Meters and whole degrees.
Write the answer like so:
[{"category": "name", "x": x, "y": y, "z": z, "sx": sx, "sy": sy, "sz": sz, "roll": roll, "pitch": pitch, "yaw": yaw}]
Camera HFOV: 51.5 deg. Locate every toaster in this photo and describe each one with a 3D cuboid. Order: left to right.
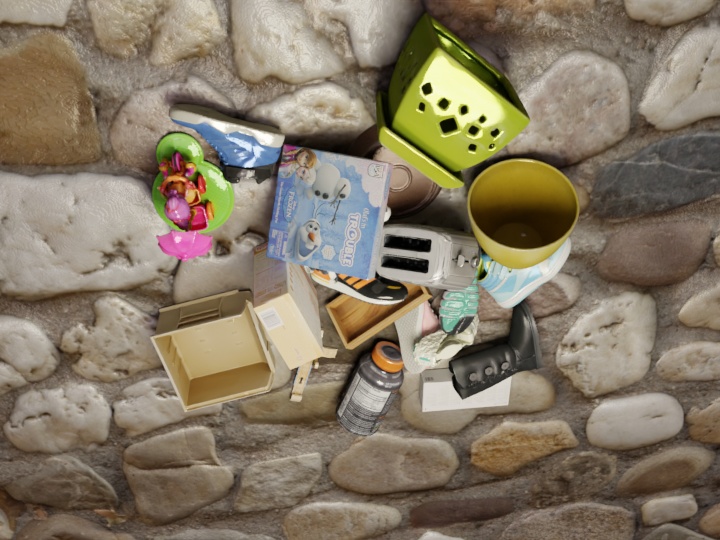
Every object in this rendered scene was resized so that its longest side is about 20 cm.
[{"category": "toaster", "x": 0.110, "y": -0.029, "z": 1.359, "sx": 0.198, "sy": 0.129, "sz": 0.116, "roll": 10, "pitch": 92, "yaw": 31}]

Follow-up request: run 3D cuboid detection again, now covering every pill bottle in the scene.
[{"category": "pill bottle", "x": 0.027, "y": 0.248, "z": 1.593, "sx": 0.105, "sy": 0.107, "sz": 0.202, "roll": 16, "pitch": 119, "yaw": -17}]

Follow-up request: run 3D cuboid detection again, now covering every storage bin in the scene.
[{"category": "storage bin", "x": -0.288, "y": 0.160, "z": 1.501, "sx": 0.195, "sy": 0.094, "sz": 0.202, "roll": -13, "pitch": 123, "yaw": 2}]

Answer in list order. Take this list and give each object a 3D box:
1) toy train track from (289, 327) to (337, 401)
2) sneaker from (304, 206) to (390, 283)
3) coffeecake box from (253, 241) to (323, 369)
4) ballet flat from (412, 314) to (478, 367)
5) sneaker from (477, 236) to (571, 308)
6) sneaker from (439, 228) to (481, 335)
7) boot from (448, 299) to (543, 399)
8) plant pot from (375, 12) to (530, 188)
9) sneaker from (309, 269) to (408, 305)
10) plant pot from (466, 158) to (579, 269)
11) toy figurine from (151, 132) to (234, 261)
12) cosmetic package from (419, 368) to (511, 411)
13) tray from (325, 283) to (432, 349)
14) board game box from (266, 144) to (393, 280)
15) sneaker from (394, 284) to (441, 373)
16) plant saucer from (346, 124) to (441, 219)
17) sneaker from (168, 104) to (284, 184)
[{"category": "toy train track", "x": -0.116, "y": 0.209, "z": 1.592, "sx": 0.113, "sy": 0.033, "sz": 0.202, "roll": 11, "pitch": 122, "yaw": -14}, {"category": "sneaker", "x": -0.029, "y": -0.046, "z": 1.359, "sx": 0.196, "sy": 0.079, "sz": 0.132, "roll": -10, "pitch": 91, "yaw": 17}, {"category": "coffeecake box", "x": -0.135, "y": 0.054, "z": 1.389, "sx": 0.072, "sy": 0.201, "sz": 0.155, "roll": -22, "pitch": 123, "yaw": 7}, {"category": "ballet flat", "x": 0.189, "y": 0.142, "z": 1.506, "sx": 0.199, "sy": 0.071, "sz": 0.073, "roll": -30, "pitch": 133, "yaw": -36}, {"category": "sneaker", "x": 0.311, "y": -0.022, "z": 1.473, "sx": 0.130, "sy": 0.080, "sz": 0.200, "roll": 33, "pitch": 112, "yaw": -26}, {"category": "sneaker", "x": 0.196, "y": 0.023, "z": 1.462, "sx": 0.073, "sy": 0.088, "sz": 0.203, "roll": 8, "pitch": 110, "yaw": -4}, {"category": "boot", "x": 0.277, "y": 0.167, "z": 1.576, "sx": 0.197, "sy": 0.066, "sz": 0.167, "roll": -18, "pitch": 108, "yaw": -1}, {"category": "plant pot", "x": 0.133, "y": -0.266, "z": 1.218, "sx": 0.199, "sy": 0.200, "sz": 0.182, "roll": 31, "pitch": 117, "yaw": -19}, {"category": "sneaker", "x": 0.000, "y": 0.000, "z": 1.419, "sx": 0.197, "sy": 0.070, "sz": 0.091, "roll": 17, "pitch": 115, "yaw": 14}, {"category": "plant pot", "x": 0.294, "y": -0.083, "z": 1.383, "sx": 0.197, "sy": 0.202, "sz": 0.143, "roll": -10, "pitch": 148, "yaw": -1}, {"category": "toy figurine", "x": -0.298, "y": -0.107, "z": 1.273, "sx": 0.148, "sy": 0.185, "sz": 0.202, "roll": -10, "pitch": 123, "yaw": -1}, {"category": "cosmetic package", "x": 0.231, "y": 0.261, "z": 1.660, "sx": 0.197, "sy": 0.051, "sz": 0.084, "roll": -3, "pitch": 119, "yaw": -6}, {"category": "tray", "x": 0.035, "y": 0.061, "z": 1.479, "sx": 0.199, "sy": 0.100, "sz": 0.037, "roll": -34, "pitch": 160, "yaw": 15}, {"category": "board game box", "x": -0.056, "y": -0.103, "z": 1.299, "sx": 0.196, "sy": 0.043, "sz": 0.203, "roll": 12, "pitch": 98, "yaw": 16}, {"category": "sneaker", "x": 0.128, "y": 0.101, "z": 1.539, "sx": 0.104, "sy": 0.075, "sz": 0.204, "roll": -18, "pitch": 105, "yaw": -44}, {"category": "plant saucer", "x": 0.066, "y": -0.175, "z": 1.368, "sx": 0.197, "sy": 0.035, "sz": 0.203, "roll": -3, "pitch": 122, "yaw": -5}, {"category": "sneaker", "x": -0.237, "y": -0.208, "z": 1.278, "sx": 0.197, "sy": 0.077, "sz": 0.113, "roll": 11, "pitch": 112, "yaw": -22}]
